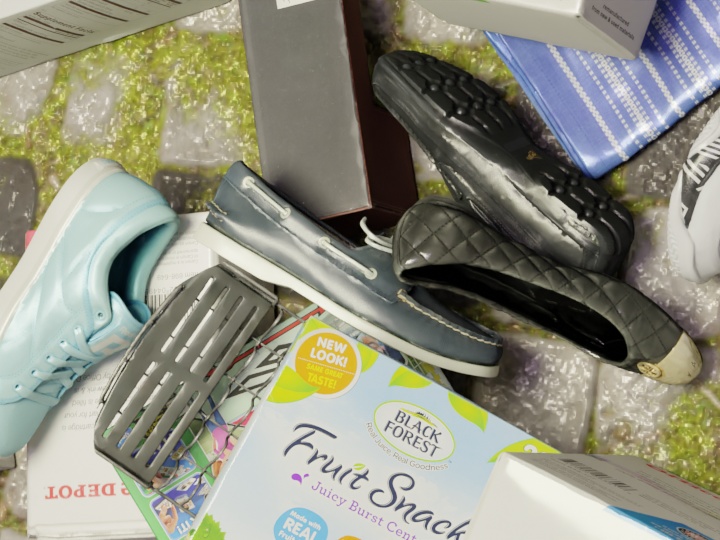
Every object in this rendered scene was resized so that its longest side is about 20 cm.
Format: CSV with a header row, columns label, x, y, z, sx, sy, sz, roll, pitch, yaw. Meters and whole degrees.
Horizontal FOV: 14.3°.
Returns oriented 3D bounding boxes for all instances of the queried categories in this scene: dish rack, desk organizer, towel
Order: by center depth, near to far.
label,x,y,z,sx,sy,sz,roll,pitch,yaw
dish rack,-0.050,0.096,1.681,0.200,0.055,0.153,35,82,-4
towel,0.175,-0.166,1.711,0.200,0.024,0.145,-39,69,19
desk organizer,-0.022,-0.123,1.779,0.072,0.077,0.200,-13,78,25

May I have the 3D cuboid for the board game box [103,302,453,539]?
label,x,y,z,sx,sy,sz,roll,pitch,yaw
board game box,-0.040,0.106,1.728,0.200,0.029,0.135,-32,84,-5

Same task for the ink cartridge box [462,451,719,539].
label,x,y,z,sx,sy,sz,roll,pitch,yaw
ink cartridge box,0.151,0.194,1.582,0.147,0.200,0.145,25,98,27

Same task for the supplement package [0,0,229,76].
label,x,y,z,sx,sy,sz,roll,pitch,yaw
supplement package,-0.203,-0.209,1.866,0.200,0.110,0.114,-16,77,25

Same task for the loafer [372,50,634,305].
label,x,y,z,sx,sy,sz,roll,pitch,yaw
loafer,0.077,-0.057,1.723,0.201,0.068,0.070,43,125,21

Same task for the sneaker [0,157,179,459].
label,x,y,z,sx,sy,sz,roll,pitch,yaw
sneaker,-0.175,0.034,1.750,0.082,0.074,0.200,29,98,31

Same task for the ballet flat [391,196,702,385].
label,x,y,z,sx,sy,sz,roll,pitch,yaw
ballet flat,0.106,0.023,1.662,0.200,0.066,0.057,26,58,-8

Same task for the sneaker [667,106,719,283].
label,x,y,z,sx,sy,sz,roll,pitch,yaw
sneaker,0.259,-0.066,1.625,0.115,0.075,0.200,32,100,27

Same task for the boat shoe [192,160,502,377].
label,x,y,z,sx,sy,sz,roll,pitch,yaw
boat shoe,0.000,0.000,1.695,0.200,0.075,0.062,27,93,11

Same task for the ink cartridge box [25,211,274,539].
label,x,y,z,sx,sy,sz,roll,pitch,yaw
ink cartridge box,-0.132,0.072,1.811,0.146,0.085,0.200,-5,80,27

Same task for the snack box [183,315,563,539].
label,x,y,z,sx,sy,sz,roll,pitch,yaw
snack box,-0.005,0.152,1.623,0.169,0.068,0.200,28,83,-2

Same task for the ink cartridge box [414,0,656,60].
label,x,y,z,sx,sy,sz,roll,pitch,yaw
ink cartridge box,0.119,-0.240,1.692,0.145,0.084,0.200,14,83,35

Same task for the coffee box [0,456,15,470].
label,x,y,z,sx,sy,sz,roll,pitch,yaw
coffee box,-0.341,0.097,1.920,0.200,0.080,0.113,-15,78,25
